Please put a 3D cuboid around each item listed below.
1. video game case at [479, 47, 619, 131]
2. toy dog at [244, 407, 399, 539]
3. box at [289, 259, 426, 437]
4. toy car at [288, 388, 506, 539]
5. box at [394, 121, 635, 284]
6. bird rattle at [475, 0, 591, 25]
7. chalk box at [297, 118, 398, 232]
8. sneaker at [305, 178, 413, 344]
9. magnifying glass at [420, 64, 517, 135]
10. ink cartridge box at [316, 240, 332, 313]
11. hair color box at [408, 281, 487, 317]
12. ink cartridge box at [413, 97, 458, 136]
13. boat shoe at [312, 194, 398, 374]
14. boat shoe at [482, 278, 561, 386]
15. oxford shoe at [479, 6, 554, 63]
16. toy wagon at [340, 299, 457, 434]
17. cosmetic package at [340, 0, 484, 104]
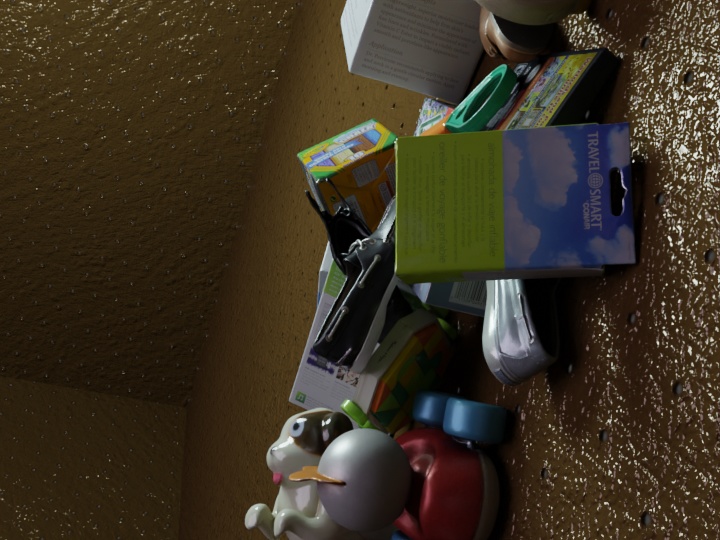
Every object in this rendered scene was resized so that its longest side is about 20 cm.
[{"bbox_3d":[0.146,-0.125,0.845,0.202,0.025,0.181,-55,17,1],"label":"video game case"},{"bbox_3d":[-0.031,0.253,0.950,0.139,0.191,0.204,-16,96,65],"label":"toy dog"},{"bbox_3d":[0.004,0.101,1.072,0.036,0.142,0.204,-33,-37,-67],"label":"box"},{"bbox_3d":[0.022,0.206,0.850,0.177,0.196,0.189,173,108,-73],"label":"toy car"},{"bbox_3d":[0.128,-0.056,0.729,0.048,0.195,0.125,33,-124,-73],"label":"box"},{"bbox_3d":[0.144,-0.308,0.841,0.165,0.196,0.113,62,144,29],"label":"bird rattle"},{"bbox_3d":[-0.001,-0.115,1.149,0.200,0.122,0.127,-121,7,-66],"label":"chalk box"},{"bbox_3d":[0.003,-0.001,0.981,0.203,0.059,0.104,64,-178,16],"label":"sneaker"},{"bbox_3d":[0.111,-0.170,0.953,0.080,0.022,0.200,-59,11,-18],"label":"magnifying glass"},{"bbox_3d":[-0.010,-0.038,1.277,0.117,0.066,0.203,99,-175,-54],"label":"ink cartridge box"},{"bbox_3d":[0.094,-0.014,0.939,0.200,0.097,0.062,-126,51,-69],"label":"hair color box"},{"bbox_3d":[0.111,-0.144,1.060,0.200,0.049,0.111,-123,47,-69],"label":"ink cartridge box"},{"bbox_3d":[0.007,0.004,0.898,0.074,0.059,0.204,154,138,-74],"label":"boat shoe"},{"bbox_3d":[0.156,0.006,0.790,0.071,0.070,0.204,-27,44,40],"label":"boat shoe"},{"bbox_3d":[0.164,-0.258,0.938,0.201,0.070,0.072,-83,10,-59],"label":"oxford shoe"},{"bbox_3d":[0.054,0.120,0.967,0.156,0.039,0.201,-51,-28,-11],"label":"toy wagon"},{"bbox_3d":[0.082,-0.359,1.115,0.167,0.161,0.202,-98,27,-52],"label":"cosmetic package"}]
